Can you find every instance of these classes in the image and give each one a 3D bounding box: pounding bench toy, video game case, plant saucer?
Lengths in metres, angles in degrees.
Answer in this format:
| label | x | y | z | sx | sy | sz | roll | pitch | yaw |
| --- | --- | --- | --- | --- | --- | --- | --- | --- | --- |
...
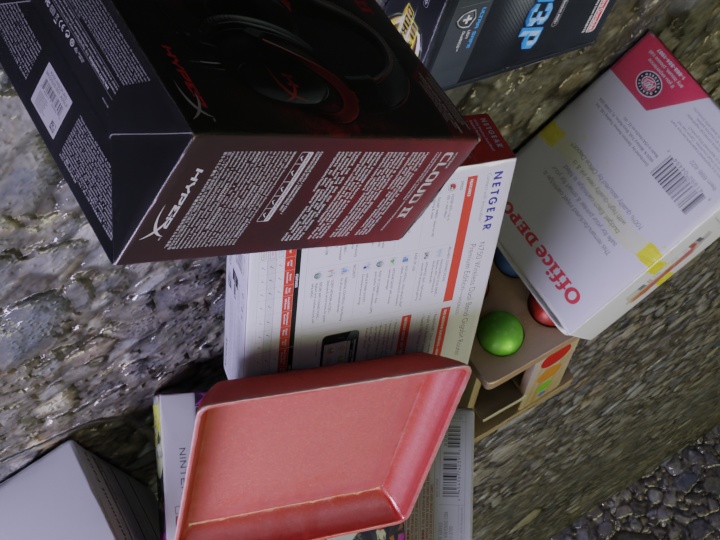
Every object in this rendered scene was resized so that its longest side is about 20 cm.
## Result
| label | x | y | z | sx | sy | sz | roll | pitch | yaw |
| --- | --- | --- | --- | --- | --- | --- | --- | --- | --- |
| pounding bench toy | 0.094 | 0.068 | 1.060 | 0.198 | 0.125 | 0.157 | -28 | 156 | -17 |
| video game case | 0.006 | 0.214 | 0.988 | 0.179 | 0.204 | 0.022 | 3 | 172 | -8 |
| plant saucer | -0.037 | 0.131 | 0.848 | 0.197 | 0.037 | 0.201 | -7 | 139 | -22 |
| video game case | -0.062 | 0.183 | 0.936 | 0.197 | 0.185 | 0.036 | -1 | 174 | -19 |

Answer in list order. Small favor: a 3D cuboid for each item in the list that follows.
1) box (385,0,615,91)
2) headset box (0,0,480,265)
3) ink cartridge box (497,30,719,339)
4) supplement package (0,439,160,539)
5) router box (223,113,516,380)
| label | x | y | z | sx | sy | sz | roll | pitch | yaw |
| --- | --- | --- | --- | --- | --- | --- | --- | --- | --- |
| box | 0.102 | -0.197 | 0.664 | 0.157 | 0.046 | 0.201 | -21 | 153 | -30 |
| headset box | -0.050 | -0.088 | 0.534 | 0.198 | 0.150 | 0.075 | -5 | 144 | -48 |
| ink cartridge box | 0.208 | -0.063 | 0.944 | 0.200 | 0.146 | 0.083 | -41 | 158 | 15 |
| supplement package | -0.224 | 0.237 | 0.958 | 0.116 | 0.118 | 0.200 | -32 | 157 | -3 |
| router box | 0.000 | 0.000 | 0.793 | 0.177 | 0.049 | 0.202 | -10 | 136 | -19 |
